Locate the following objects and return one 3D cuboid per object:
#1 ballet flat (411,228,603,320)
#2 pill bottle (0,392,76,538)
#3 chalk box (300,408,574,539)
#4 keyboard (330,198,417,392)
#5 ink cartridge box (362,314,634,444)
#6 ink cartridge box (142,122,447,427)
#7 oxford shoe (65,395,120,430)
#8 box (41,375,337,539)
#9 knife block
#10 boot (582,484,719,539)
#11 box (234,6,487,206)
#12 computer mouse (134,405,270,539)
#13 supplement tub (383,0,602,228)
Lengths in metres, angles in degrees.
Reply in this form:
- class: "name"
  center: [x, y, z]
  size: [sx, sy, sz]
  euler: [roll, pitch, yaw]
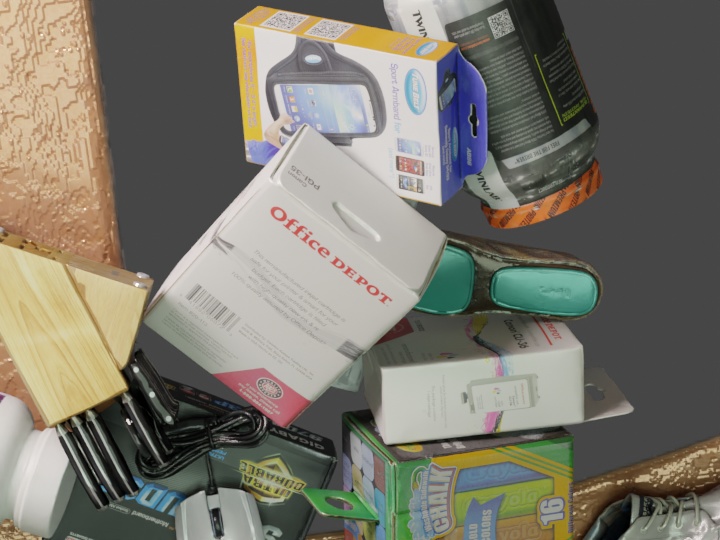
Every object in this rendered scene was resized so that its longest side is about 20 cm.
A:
- class: "ballet flat"
  center: [0.091, 0.003, 1.750]
  size: [0.199, 0.067, 0.068]
  euler: [11, 108, -6]
- class: "pill bottle"
  center: [-0.322, 0.139, 1.720]
  size: [0.199, 0.112, 0.113]
  euler: [17, 105, 1]
- class: "chalk box"
  center: [0.055, 0.181, 1.748]
  size: [0.199, 0.124, 0.124]
  euler: [-7, 108, -17]
- class: "keyboard"
  center: [0.000, 0.000, 1.775]
  size: [0.056, 0.011, 0.201]
  euler: [16, 104, -4]
- class: "ink cartridge box"
  center: [0.106, 0.077, 1.745]
  size: [0.199, 0.117, 0.068]
  euler: [-6, 108, -8]
- class: "ink cartridge box"
  center: [-0.049, 0.007, 1.682]
  size: [0.146, 0.083, 0.200]
  euler: [38, 131, -8]
- class: "oxford shoe"
  center: [-0.248, 0.022, 1.722]
  size: [0.071, 0.071, 0.200]
  euler: [-33, 96, 8]
- class: "box"
  center: [-0.139, 0.180, 1.796]
  size: [0.199, 0.046, 0.160]
  euler: [22, 103, -10]
- class: "knife block"
  center: [-0.226, 0.077, 1.664]
  size: [0.199, 0.064, 0.176]
  euler: [18, 96, -4]
- class: "boot"
  center: [0.260, 0.212, 1.821]
  size: [0.096, 0.074, 0.200]
  euler: [41, 101, -21]
- class: "box"
  center: [0.001, -0.122, 1.655]
  size: [0.199, 0.041, 0.120]
  euler: [15, 124, 29]
- class: "computer mouse"
  center: [-0.109, 0.211, 1.760]
  size: [0.109, 0.044, 0.201]
  euler: [-12, 107, -2]
- class: "supplement tub"
  center: [0.106, -0.142, 1.681]
  size: [0.122, 0.123, 0.201]
  euler: [-22, 106, 2]
